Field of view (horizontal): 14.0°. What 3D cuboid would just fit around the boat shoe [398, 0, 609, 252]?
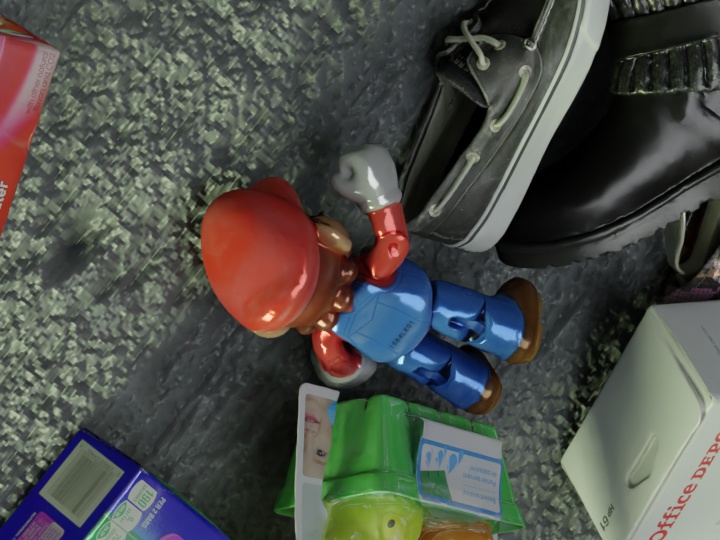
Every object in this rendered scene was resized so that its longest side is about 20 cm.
[{"bbox_3d":[0.077,-0.107,1.623,0.063,0.071,0.201,14,102,-36],"label":"boat shoe"}]

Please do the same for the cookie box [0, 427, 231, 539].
[{"bbox_3d":[-0.126,0.213,1.614,0.171,0.075,0.200,-52,127,-7],"label":"cookie box"}]

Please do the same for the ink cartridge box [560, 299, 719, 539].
[{"bbox_3d":[0.240,0.090,1.761,0.199,0.085,0.145,-4,137,-32],"label":"ink cartridge box"}]

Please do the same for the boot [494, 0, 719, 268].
[{"bbox_3d":[0.147,-0.108,1.658,0.210,0.079,0.158,-26,108,-1],"label":"boot"}]

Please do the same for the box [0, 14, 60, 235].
[{"bbox_3d":[-0.235,-0.037,1.437,0.099,0.095,0.201,14,100,-34],"label":"box"}]

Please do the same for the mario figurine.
[{"bbox_3d":[0.000,0.000,1.613,0.199,0.106,0.124,25,81,-28],"label":"mario figurine"}]

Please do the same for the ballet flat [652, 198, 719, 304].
[{"bbox_3d":[0.221,-0.062,1.739,0.071,0.069,0.201,11,105,-25],"label":"ballet flat"}]

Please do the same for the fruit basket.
[{"bbox_3d":[0.029,0.174,1.633,0.185,0.094,0.201,20,59,-47],"label":"fruit basket"}]
